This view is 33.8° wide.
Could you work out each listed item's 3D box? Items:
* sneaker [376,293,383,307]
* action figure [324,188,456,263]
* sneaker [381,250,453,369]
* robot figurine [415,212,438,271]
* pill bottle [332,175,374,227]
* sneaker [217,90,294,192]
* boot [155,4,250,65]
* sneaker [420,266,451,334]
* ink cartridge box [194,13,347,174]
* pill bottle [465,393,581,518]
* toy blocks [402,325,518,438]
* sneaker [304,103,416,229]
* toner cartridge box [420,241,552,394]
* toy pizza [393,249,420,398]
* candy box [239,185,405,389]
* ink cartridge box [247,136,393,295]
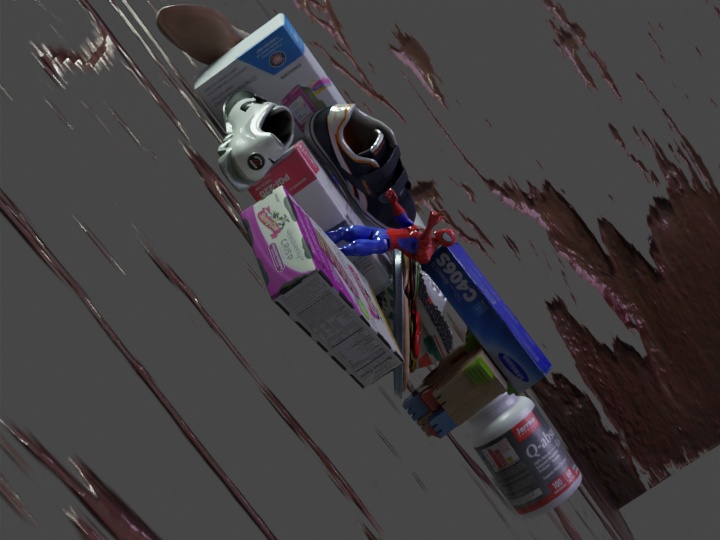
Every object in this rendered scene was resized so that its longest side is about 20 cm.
[{"bbox_3d":[0.000,0.000,1.645,0.079,0.074,0.200,39,-11,49],"label":"sneaker"},{"bbox_3d":[0.019,-0.053,1.357,0.065,0.199,0.099,-105,-160,-46],"label":"action figure"},{"bbox_3d":[0.049,0.047,1.598,0.201,0.093,0.070,63,17,-14],"label":"sneaker"},{"bbox_3d":[0.054,-0.041,1.909,0.201,0.124,0.151,62,-3,39],"label":"robot figurine"},{"bbox_3d":[-0.041,-0.122,1.703,0.112,0.112,0.201,46,13,-54],"label":"pill bottle"},{"bbox_3d":[-0.114,-0.169,1.408,0.074,0.088,0.200,49,18,-29],"label":"sneaker"},{"bbox_3d":[-0.205,-0.313,1.625,0.199,0.071,0.146,20,3,-29],"label":"boot"},{"bbox_3d":[0.086,0.024,1.758,0.075,0.088,0.201,-124,-163,-61],"label":"sneaker"},{"bbox_3d":[-0.100,-0.207,1.549,0.200,0.144,0.085,53,8,-22],"label":"ink cartridge box"},{"bbox_3d":[0.238,0.265,1.806,0.201,0.116,0.116,56,7,-1],"label":"pill bottle"},{"bbox_3d":[0.115,0.148,1.478,0.100,0.137,0.200,51,12,-4],"label":"toy blocks"},{"bbox_3d":[0.017,-0.127,1.498,0.200,0.079,0.079,47,52,-24],"label":"sneaker"},{"bbox_3d":[0.157,0.056,1.469,0.200,0.043,0.095,53,14,8],"label":"toner cartridge box"},{"bbox_3d":[0.057,0.057,1.459,0.200,0.031,0.202,0,90,-89],"label":"toy pizza"},{"bbox_3d":[-0.039,0.020,1.270,0.200,0.061,0.137,49,12,-47],"label":"candy box"},{"bbox_3d":[-0.048,-0.055,1.471,0.200,0.085,0.146,53,8,-8],"label":"ink cartridge box"}]
